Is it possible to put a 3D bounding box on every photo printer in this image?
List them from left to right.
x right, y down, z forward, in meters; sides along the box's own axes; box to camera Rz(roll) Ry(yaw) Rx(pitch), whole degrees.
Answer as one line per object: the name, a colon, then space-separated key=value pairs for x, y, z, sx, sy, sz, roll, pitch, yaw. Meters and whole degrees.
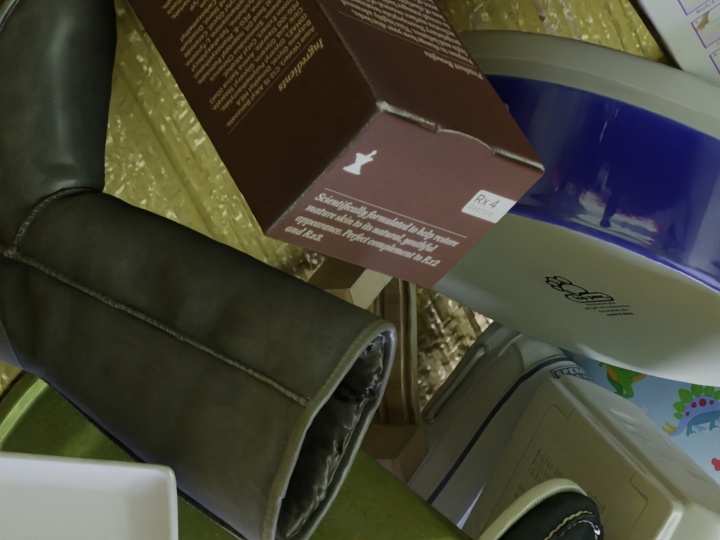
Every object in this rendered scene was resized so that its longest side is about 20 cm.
photo printer: x=0.084 y=0.163 z=1.250 sx=0.069 sy=0.166 sz=0.200 roll=24 pitch=99 yaw=-24

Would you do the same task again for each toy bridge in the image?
toy bridge: x=0.000 y=0.000 z=1.288 sx=0.067 sy=0.027 sz=0.200 roll=-51 pitch=133 yaw=-52

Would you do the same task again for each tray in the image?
tray: x=-0.165 y=0.109 z=1.108 sx=0.022 sy=0.199 sz=0.108 roll=-71 pitch=162 yaw=-63

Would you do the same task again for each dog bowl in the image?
dog bowl: x=0.106 y=-0.023 z=1.238 sx=0.200 sy=0.200 sz=0.079 roll=36 pitch=69 yaw=-48

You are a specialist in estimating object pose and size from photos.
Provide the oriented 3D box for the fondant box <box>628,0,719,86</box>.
fondant box: x=0.118 y=-0.151 z=1.184 sx=0.058 sy=0.144 sz=0.200 roll=-33 pitch=151 yaw=7

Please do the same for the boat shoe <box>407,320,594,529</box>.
boat shoe: x=0.033 y=0.107 z=1.368 sx=0.200 sy=0.065 sz=0.074 roll=-50 pitch=149 yaw=17

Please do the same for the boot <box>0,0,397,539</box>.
boot: x=-0.073 y=-0.012 z=1.095 sx=0.072 sy=0.200 sz=0.182 roll=-1 pitch=112 yaw=-52

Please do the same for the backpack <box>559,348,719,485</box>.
backpack: x=0.159 y=0.061 z=1.383 sx=0.154 sy=0.163 sz=0.200 roll=33 pitch=52 yaw=-50

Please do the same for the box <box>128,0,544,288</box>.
box: x=-0.024 y=-0.094 z=1.103 sx=0.100 sy=0.200 sz=0.075 roll=18 pitch=121 yaw=-48

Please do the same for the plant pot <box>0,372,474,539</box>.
plant pot: x=-0.043 y=0.135 z=1.216 sx=0.200 sy=0.184 sz=0.201 roll=-21 pitch=123 yaw=-37

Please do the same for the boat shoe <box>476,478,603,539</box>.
boat shoe: x=0.051 y=0.179 z=1.144 sx=0.200 sy=0.066 sz=0.075 roll=-56 pitch=138 yaw=-8
